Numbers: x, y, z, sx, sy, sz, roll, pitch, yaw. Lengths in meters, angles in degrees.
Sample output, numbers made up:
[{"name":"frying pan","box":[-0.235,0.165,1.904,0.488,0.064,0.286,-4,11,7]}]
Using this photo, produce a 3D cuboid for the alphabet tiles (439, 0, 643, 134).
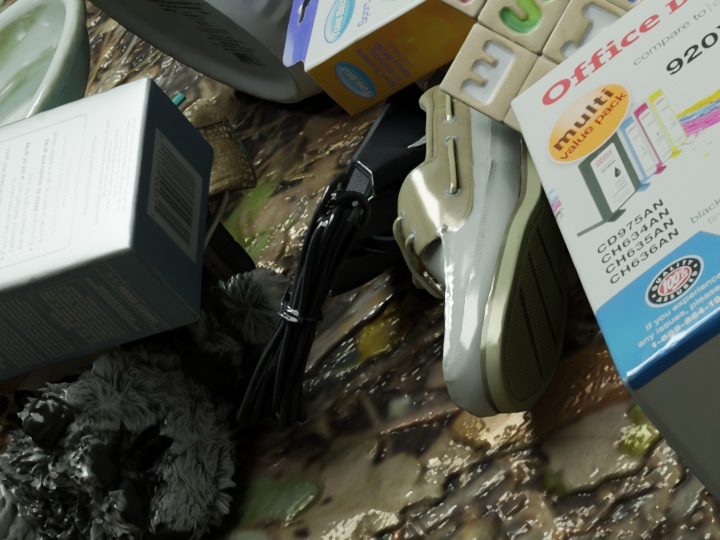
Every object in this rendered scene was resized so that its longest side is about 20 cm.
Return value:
[{"name":"alphabet tiles","box":[0.127,-0.119,1.166,0.200,0.008,0.167,30,93,22]}]

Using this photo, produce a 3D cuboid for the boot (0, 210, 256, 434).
[{"name":"boot","box":[-0.151,0.008,1.427,0.151,0.073,0.200,-47,36,-7]}]

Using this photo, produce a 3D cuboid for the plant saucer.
[{"name":"plant saucer","box":[-0.195,-0.056,1.448,0.200,0.050,0.200,-40,26,24]}]

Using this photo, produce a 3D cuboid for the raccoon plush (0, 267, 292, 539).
[{"name":"raccoon plush","box":[-0.113,0.090,1.302,0.134,0.097,0.200,-31,0,44]}]

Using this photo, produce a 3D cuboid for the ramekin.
[{"name":"ramekin","box":[-0.072,-0.172,1.441,0.200,0.200,0.105,14,71,55]}]

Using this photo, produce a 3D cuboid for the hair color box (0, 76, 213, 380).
[{"name":"hair color box","box":[-0.168,-0.006,1.261,0.200,0.061,0.099,-16,49,23]}]

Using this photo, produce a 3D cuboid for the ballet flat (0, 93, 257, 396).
[{"name":"ballet flat","box":[-0.124,0.006,1.319,0.200,0.065,0.071,-48,1,1]}]

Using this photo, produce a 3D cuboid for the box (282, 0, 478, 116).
[{"name":"box","box":[0.049,-0.151,1.287,0.200,0.041,0.119,-29,33,33]}]

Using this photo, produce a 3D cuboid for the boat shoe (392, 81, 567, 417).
[{"name":"boat shoe","box":[0.051,-0.013,1.196,0.068,0.075,0.200,-4,40,16]}]

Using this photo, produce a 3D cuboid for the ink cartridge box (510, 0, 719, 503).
[{"name":"ink cartridge box","box":[0.166,-0.011,1.009,0.147,0.145,0.200,-36,31,13]}]

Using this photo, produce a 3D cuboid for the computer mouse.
[{"name":"computer mouse","box":[0.000,0.000,1.274,0.200,0.046,0.141,-58,-9,-67]}]
